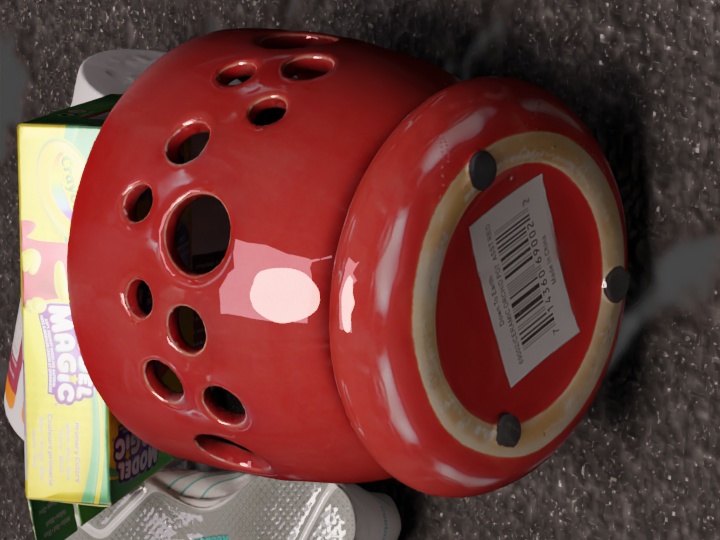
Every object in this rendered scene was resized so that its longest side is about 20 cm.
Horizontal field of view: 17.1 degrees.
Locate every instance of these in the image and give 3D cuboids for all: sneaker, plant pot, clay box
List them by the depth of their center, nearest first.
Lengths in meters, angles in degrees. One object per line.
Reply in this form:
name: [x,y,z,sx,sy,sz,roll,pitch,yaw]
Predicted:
plant pot: [0.000,0.000,1.041,0.182,0.200,0.201,12,106,44]
clay box: [-0.116,0.024,1.116,0.047,0.115,0.201,2,102,16]
sneaker: [-0.071,0.134,1.202,0.200,0.080,0.071,-2,83,31]

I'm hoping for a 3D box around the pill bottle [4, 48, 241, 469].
pill bottle: [-0.117,-0.004,1.236,0.109,0.109,0.201,35,122,38]
